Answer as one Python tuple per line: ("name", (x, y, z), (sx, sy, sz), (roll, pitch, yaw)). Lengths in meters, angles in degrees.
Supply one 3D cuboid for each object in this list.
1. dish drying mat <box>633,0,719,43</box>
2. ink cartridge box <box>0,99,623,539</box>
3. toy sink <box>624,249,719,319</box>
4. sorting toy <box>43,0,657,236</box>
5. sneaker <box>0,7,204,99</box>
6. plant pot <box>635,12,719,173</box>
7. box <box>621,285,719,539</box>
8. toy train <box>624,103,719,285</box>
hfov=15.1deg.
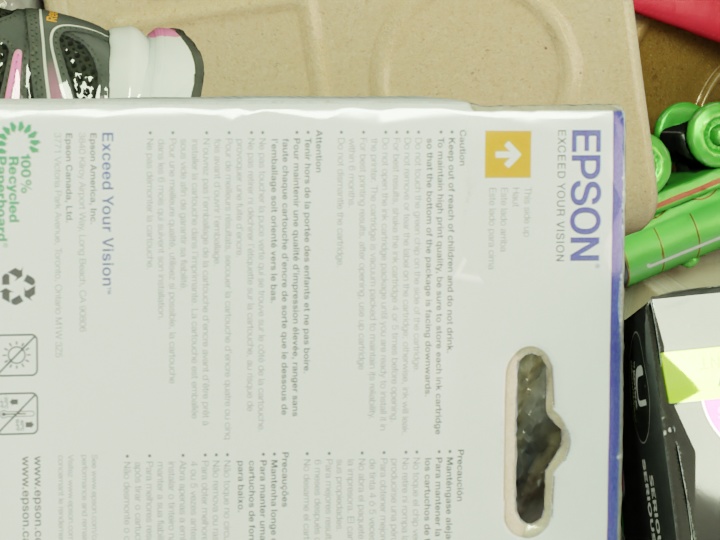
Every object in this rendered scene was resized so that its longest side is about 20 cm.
("dish drying mat", (0.120, -0.129, 1.015), (0.200, 0.018, 0.077), (15, 80, -32))
("ink cartridge box", (-0.025, 0.048, 0.793), (0.200, 0.043, 0.197), (0, 96, -8))
("toy sink", (0.199, 0.064, 1.064), (0.200, 0.112, 0.131), (-9, 121, -34))
("sorting toy", (-0.008, -0.094, 0.866), (0.185, 0.036, 0.200), (-8, 108, 4))
("sneaker", (-0.120, 0.009, 0.843), (0.086, 0.080, 0.200), (17, 96, -12))
("plant pot", (0.145, -0.055, 1.077), (0.200, 0.027, 0.201), (-11, 108, -38))
("box", (0.154, 0.069, 0.848), (0.148, 0.200, 0.125), (-7, 85, -1))
("toy train", (0.147, -0.041, 1.006), (0.200, 0.042, 0.057), (-22, 100, -16))
